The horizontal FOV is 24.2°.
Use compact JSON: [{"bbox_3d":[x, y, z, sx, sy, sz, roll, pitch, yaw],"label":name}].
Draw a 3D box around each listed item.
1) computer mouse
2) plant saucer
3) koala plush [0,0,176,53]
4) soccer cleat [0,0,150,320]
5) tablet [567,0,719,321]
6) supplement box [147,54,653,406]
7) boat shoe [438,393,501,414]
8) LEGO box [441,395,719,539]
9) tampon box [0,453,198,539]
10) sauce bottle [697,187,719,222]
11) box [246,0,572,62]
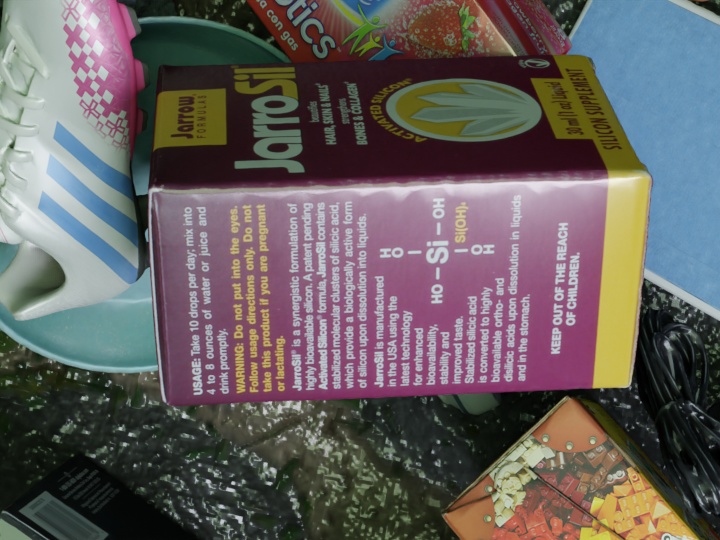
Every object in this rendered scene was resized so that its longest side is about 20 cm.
[{"bbox_3d":[0.207,0.107,0.804,0.198,0.139,0.053,27,119,-19],"label":"computer mouse"},{"bbox_3d":[-0.107,-0.041,0.840,0.197,0.036,0.202,-10,125,-14],"label":"plant saucer"},{"bbox_3d":[-0.192,-0.196,0.821,0.175,0.184,0.202,-13,68,-10],"label":"koala plush"},{"bbox_3d":[-0.139,-0.060,0.739,0.086,0.070,0.202,-24,133,-24],"label":"soccer cleat"},{"bbox_3d":[0.173,-0.053,0.828,0.199,0.014,0.131,32,98,26],"label":"tablet"},{"bbox_3d":[0.011,-0.021,0.718,0.197,0.131,0.104,-3,119,-4],"label":"supplement box"},{"bbox_3d":[0.000,0.000,0.840,0.065,0.074,0.201,-30,111,13],"label":"boat shoe"},{"bbox_3d":[0.125,0.139,0.779,0.077,0.200,0.149,-42,78,5],"label":"LEGO box"},{"bbox_3d":[-0.162,0.220,0.842,0.126,0.150,0.201,34,95,1],"label":"tampon box"},{"bbox_3d":[0.259,-0.074,0.832,0.198,0.066,0.067,-28,91,10],"label":"sauce bottle"},{"bbox_3d":[0.002,-0.154,0.821,0.095,0.100,0.201,-37,90,24],"label":"box"}]
